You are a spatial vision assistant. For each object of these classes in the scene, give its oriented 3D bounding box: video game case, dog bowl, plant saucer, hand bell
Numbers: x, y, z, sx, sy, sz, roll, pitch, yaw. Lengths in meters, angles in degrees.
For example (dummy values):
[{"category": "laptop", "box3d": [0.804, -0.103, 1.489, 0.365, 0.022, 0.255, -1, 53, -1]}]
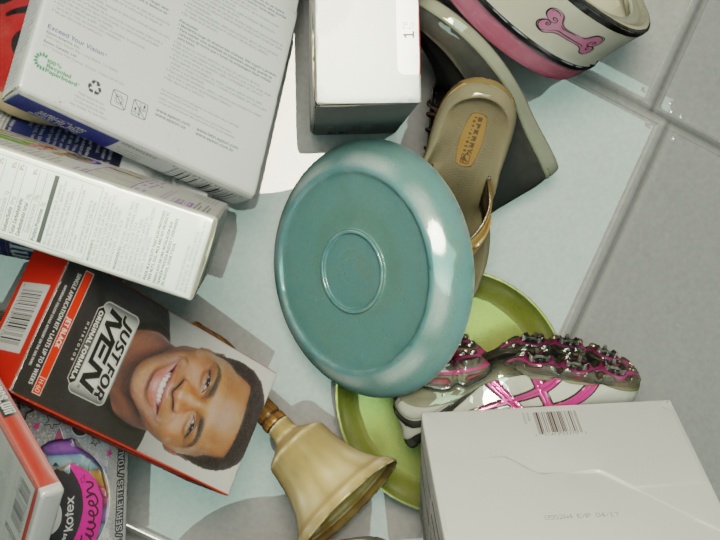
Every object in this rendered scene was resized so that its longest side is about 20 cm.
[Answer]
[{"category": "video game case", "box3d": [-0.261, 0.117, 0.777, 0.017, 0.144, 0.200, -13, 51, -40]}, {"category": "dog bowl", "box3d": [0.128, -0.232, 0.901, 0.200, 0.200, 0.074, 42, 120, -5]}, {"category": "plant saucer", "box3d": [0.000, 0.000, 0.903, 0.198, 0.027, 0.204, 6, 99, 39]}, {"category": "plant saucer", "box3d": [0.075, 0.100, 0.976, 0.196, 0.031, 0.204, 0, 91, -6]}, {"category": "hand bell", "box3d": [-0.073, 0.115, 0.936, 0.104, 0.104, 0.200, -42, 74, -3]}]

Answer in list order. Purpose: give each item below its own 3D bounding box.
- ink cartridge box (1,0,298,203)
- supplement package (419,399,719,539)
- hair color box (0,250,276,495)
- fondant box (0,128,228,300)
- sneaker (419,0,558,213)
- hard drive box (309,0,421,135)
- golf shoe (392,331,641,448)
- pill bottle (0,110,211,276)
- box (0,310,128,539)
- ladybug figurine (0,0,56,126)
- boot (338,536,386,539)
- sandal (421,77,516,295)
[{"category": "ink cartridge box", "box3d": [-0.143, -0.178, 0.853, 0.195, 0.043, 0.203, 24, 69, -34]}, {"category": "supplement package", "box3d": [0.148, 0.190, 0.857, 0.196, 0.157, 0.112, -2, 121, -4]}, {"category": "hair color box", "box3d": [-0.161, 0.075, 0.832, 0.199, 0.061, 0.103, 34, 70, -39]}, {"category": "fondant box", "box3d": [-0.192, -0.045, 0.781, 0.197, 0.144, 0.059, 19, 95, -5]}, {"category": "sneaker", "box3d": [0.074, -0.113, 0.915, 0.106, 0.075, 0.200, -40, 126, 0]}, {"category": "hard drive box", "box3d": [-0.002, -0.190, 0.877, 0.075, 0.200, 0.159, -1, 92, -2]}, {"category": "golf shoe", "box3d": [0.124, 0.101, 0.936, 0.196, 0.073, 0.094, 1, 110, 1]}, {"category": "pill bottle", "box3d": [-0.218, -0.057, 0.907, 0.196, 0.111, 0.113, 11, 90, -5]}, {"category": "box", "box3d": [-0.254, 0.135, 0.878, 0.114, 0.131, 0.204, 0, 92, -46]}, {"category": "ladybug figurine", "box3d": [-0.207, -0.177, 0.893, 0.197, 0.072, 0.137, -15, 63, -27]}, {"category": "boot", "box3d": [-0.054, 0.293, 0.854, 0.197, 0.074, 0.152, -15, 54, -3]}, {"category": "sandal", "box3d": [0.074, -0.048, 0.894, 0.079, 0.054, 0.202, 8, 122, -8]}]
